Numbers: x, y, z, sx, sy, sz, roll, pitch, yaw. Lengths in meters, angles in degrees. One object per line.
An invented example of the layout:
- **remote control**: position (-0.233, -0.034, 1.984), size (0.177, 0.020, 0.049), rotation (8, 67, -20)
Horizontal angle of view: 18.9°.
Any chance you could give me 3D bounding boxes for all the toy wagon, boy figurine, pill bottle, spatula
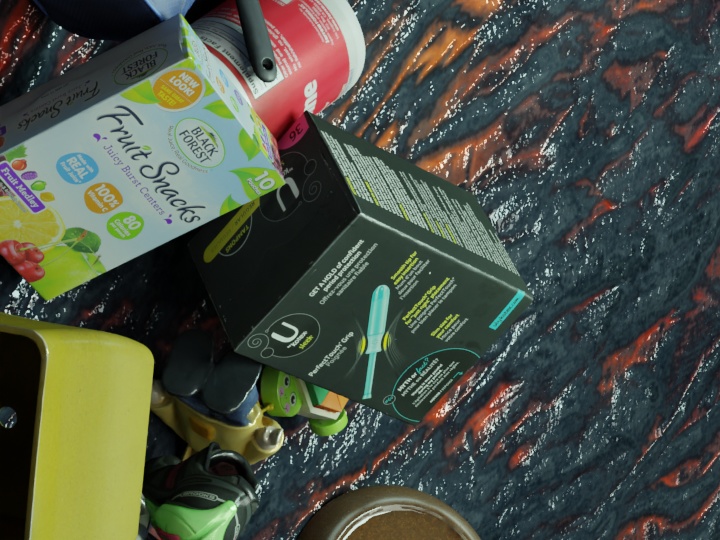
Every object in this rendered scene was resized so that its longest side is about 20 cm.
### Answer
- **toy wagon**: position (-0.038, 0.061, 1.785), size (0.200, 0.039, 0.156), rotation (-58, 139, -48)
- **boy figurine**: position (-0.118, 0.116, 1.675), size (0.200, 0.124, 0.065), rotation (99, 16, -61)
- **pill bottle**: position (-0.096, -0.139, 1.626), size (0.200, 0.112, 0.113), rotation (-40, 129, -37)
- **spatula**: position (-0.095, -0.224, 1.596), size (0.056, 0.021, 0.201), rotation (-1, 60, -35)

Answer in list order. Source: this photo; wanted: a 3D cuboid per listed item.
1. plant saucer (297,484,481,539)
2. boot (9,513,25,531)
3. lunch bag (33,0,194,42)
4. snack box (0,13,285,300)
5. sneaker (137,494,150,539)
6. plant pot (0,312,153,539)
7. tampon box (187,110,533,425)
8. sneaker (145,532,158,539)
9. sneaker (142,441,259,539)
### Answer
- **plant saucer**: position (0.035, 0.279, 1.868), size (0.199, 0.034, 0.201), rotation (8, 66, -18)
- **boot**: position (-0.252, 0.238, 1.482), size (0.078, 0.199, 0.139), rotation (-85, 153, -57)
- **lunch bag**: position (-0.181, -0.264, 1.467), size (0.133, 0.136, 0.200), rotation (-60, 138, -21)
- **snack box**: position (-0.173, -0.075, 1.495), size (0.142, 0.199, 0.053), rotation (52, 17, -46)
- **sneaker**: position (-0.217, 0.221, 1.540), size (0.077, 0.145, 0.203), rotation (-76, 160, -63)
- **plant pot**: position (-0.235, 0.111, 1.338), size (0.176, 0.199, 0.201), rotation (-11, 109, -64)
- **tampon box**: position (0.000, 0.000, 1.647), size (0.200, 0.126, 0.150), rotation (25, 117, -41)
- **sneaker**: position (-0.197, 0.219, 1.645), size (0.078, 0.075, 0.200), rotation (-46, 128, -15)
- **sneaker**: position (-0.116, 0.170, 1.598), size (0.084, 0.200, 0.077), rotation (-38, 105, -10)
